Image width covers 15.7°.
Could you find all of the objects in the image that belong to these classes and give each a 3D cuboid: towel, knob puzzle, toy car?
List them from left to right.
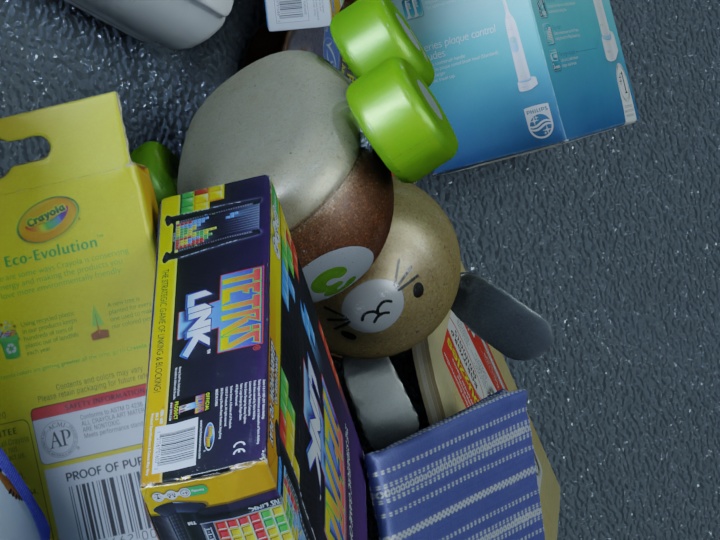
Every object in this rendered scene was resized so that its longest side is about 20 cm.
[{"bbox_3d":[0.000,0.000,1.268,0.200,0.164,0.158,52,12,-26],"label":"toy car"},{"bbox_3d":[0.057,0.092,1.407,0.220,0.030,0.221,-20,90,-76],"label":"knob puzzle"},{"bbox_3d":[0.053,0.169,1.285,0.145,0.024,0.201,-20,105,-56],"label":"towel"}]

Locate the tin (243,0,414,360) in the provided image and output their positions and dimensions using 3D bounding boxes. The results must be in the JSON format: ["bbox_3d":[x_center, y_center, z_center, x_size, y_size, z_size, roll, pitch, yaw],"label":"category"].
[{"bbox_3d":[-0.019,-0.048,1.392,0.112,0.042,0.201,23,64,-40],"label":"tin"}]

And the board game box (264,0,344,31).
[{"bbox_3d":[-0.034,-0.235,1.338,0.135,0.034,0.201,-74,158,-71],"label":"board game box"}]

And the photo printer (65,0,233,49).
[{"bbox_3d":[-0.141,-0.218,1.265,0.200,0.069,0.167,26,60,-44],"label":"photo printer"}]

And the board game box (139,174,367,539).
[{"bbox_3d":[-0.041,0.084,1.113,0.200,0.056,0.166,-92,166,-54],"label":"board game box"}]

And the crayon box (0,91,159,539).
[{"bbox_3d":[-0.141,0.032,1.158,0.051,0.126,0.201,-18,96,-88],"label":"crayon box"}]

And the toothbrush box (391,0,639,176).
[{"bbox_3d":[0.077,-0.165,1.471,0.146,0.085,0.201,-22,99,-66],"label":"toothbrush box"}]

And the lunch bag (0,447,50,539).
[{"bbox_3d":[-0.228,0.114,1.040,0.200,0.124,0.170,49,47,-19],"label":"lunch bag"}]
